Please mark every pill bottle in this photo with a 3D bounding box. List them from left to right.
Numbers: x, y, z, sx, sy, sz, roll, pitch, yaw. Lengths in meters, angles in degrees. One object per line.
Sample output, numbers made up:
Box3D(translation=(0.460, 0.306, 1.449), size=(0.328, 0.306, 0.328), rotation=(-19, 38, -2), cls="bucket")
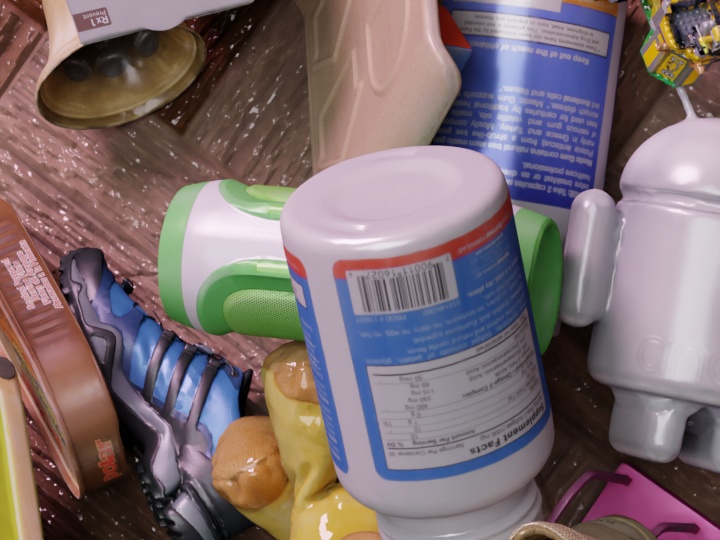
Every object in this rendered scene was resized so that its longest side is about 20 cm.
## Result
Box3D(translation=(0.033, 0.050, 1.375), size=(0.112, 0.112, 0.200), rotation=(-3, 117, 18), cls="pill bottle")
Box3D(translation=(0.080, -0.068, 1.550), size=(0.112, 0.112, 0.200), rotation=(8, 88, 19), cls="pill bottle")

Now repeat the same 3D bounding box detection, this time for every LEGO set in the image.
Box3D(translation=(0.223, -0.188, 1.474), size=(0.200, 0.116, 0.154), rotation=(-7, 73, -14), cls="LEGO set")

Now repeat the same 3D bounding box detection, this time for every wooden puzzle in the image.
Box3D(translation=(0.015, -0.130, 1.535), size=(0.046, 0.185, 0.200), rotation=(4, 55, -19), cls="wooden puzzle")

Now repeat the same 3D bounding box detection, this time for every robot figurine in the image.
Box3D(translation=(0.186, 0.006, 1.509), size=(0.169, 0.113, 0.200), rotation=(10, 89, -20), cls="robot figurine")

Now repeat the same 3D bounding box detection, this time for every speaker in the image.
Box3D(translation=(0.000, 0.000, 1.475), size=(0.200, 0.088, 0.089), rotation=(5, 88, 17), cls="speaker")

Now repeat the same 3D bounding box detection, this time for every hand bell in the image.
Box3D(translation=(-0.173, -0.193, 1.672), size=(0.104, 0.104, 0.200), rotation=(-30, 65, 14), cls="hand bell")

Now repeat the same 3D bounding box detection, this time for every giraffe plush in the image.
Box3D(translation=(-0.005, 0.160, 1.499), size=(0.172, 0.162, 0.200), rotation=(11, 126, 1), cls="giraffe plush")

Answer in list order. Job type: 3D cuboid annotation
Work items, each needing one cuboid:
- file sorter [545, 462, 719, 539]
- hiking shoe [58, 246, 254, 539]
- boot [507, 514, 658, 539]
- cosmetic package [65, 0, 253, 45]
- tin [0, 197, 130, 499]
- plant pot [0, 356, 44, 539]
Box3D(translation=(0.169, 0.213, 1.493), size=(0.200, 0.125, 0.139), rotation=(35, 97, 18), cls="file sorter")
Box3D(translation=(-0.107, 0.068, 1.636), size=(0.087, 0.074, 0.200), rotation=(-25, 74, -12), cls="hiking shoe")
Box3D(translation=(0.142, 0.206, 1.354), size=(0.073, 0.155, 0.200), rotation=(-30, 76, 13), cls="boot")
Box3D(translation=(-0.095, -0.202, 1.569), size=(0.107, 0.200, 0.090), rotation=(-13, 107, 15), cls="cosmetic package")
Box3D(translation=(-0.183, 0.042, 1.613), size=(0.042, 0.112, 0.200), rotation=(-20, 50, -16), cls="tin")
Box3D(translation=(-0.287, 0.136, 1.566), size=(0.181, 0.199, 0.200), rotation=(-34, 53, 31), cls="plant pot")
